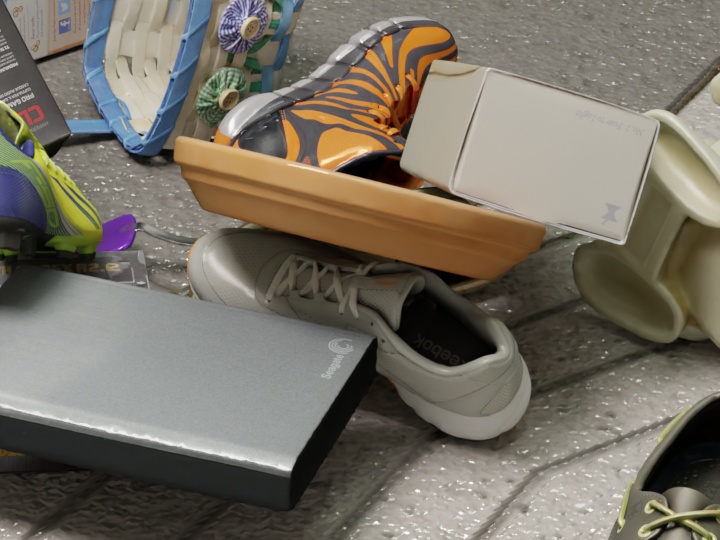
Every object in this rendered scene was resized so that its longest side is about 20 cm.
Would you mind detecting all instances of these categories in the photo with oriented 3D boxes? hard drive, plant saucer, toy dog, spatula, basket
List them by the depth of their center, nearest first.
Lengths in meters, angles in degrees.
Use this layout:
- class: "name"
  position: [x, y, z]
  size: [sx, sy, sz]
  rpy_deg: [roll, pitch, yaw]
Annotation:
- class: "hard drive"
  position: [-0.106, 0.057, 1.386]
  size: [0.200, 0.033, 0.140]
  rpy_deg: [12, 30, 14]
- class: "plant saucer"
  position: [-0.003, -0.030, 1.441]
  size: [0.200, 0.037, 0.200]
  rpy_deg: [13, 1, 0]
- class: "toy dog"
  position: [0.255, -0.037, 1.579]
  size: [0.194, 0.140, 0.200]
  rpy_deg: [33, 40, 29]
- class: "spatula"
  position: [-0.093, -0.021, 1.610]
  size: [0.200, 0.021, 0.057]
  rpy_deg: [-6, 23, 0]
- class: "basket"
  position: [-0.140, -0.165, 1.736]
  size: [0.200, 0.176, 0.139]
  rpy_deg: [1, 31, -25]

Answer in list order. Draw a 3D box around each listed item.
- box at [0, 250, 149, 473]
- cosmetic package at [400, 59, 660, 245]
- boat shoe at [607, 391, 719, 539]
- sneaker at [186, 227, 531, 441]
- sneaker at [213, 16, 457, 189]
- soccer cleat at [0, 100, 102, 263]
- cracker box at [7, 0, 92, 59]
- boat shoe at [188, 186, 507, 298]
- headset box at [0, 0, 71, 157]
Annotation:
- class: "box"
  position: [-0.209, 0.048, 1.476]
  size: [0.200, 0.048, 0.158]
  rpy_deg: [-2, 29, -9]
- class: "cosmetic package"
  position: [0.091, -0.069, 1.535]
  size: [0.103, 0.073, 0.200]
  rpy_deg: [17, 2, -9]
- class: "boat shoe"
  position: [0.157, 0.129, 1.346]
  size: [0.072, 0.060, 0.202]
  rpy_deg: [12, 30, 16]
- class: "sneaker"
  position: [0.000, 0.015, 1.457]
  size: [0.200, 0.092, 0.076]
  rpy_deg: [21, 67, 11]
- class: "sneaker"
  position: [0.012, -0.086, 1.723]
  size: [0.112, 0.078, 0.200]
  rpy_deg: [31, 50, 34]
- class: "soccer cleat"
  position: [-0.179, -0.047, 1.462]
  size: [0.065, 0.084, 0.200]
  rpy_deg: [-2, -2, 8]
- class: "cracker box"
  position: [-0.280, -0.183, 1.877]
  size: [0.200, 0.058, 0.134]
  rpy_deg: [-25, 38, -38]
- class: "boat shoe"
  position: [0.000, 0.000, 1.560]
  size: [0.200, 0.072, 0.076]
  rpy_deg: [-18, 40, -32]
- class: "headset box"
  position: [-0.267, -0.109, 1.544]
  size: [0.149, 0.200, 0.075]
  rpy_deg: [-26, -1, -20]
